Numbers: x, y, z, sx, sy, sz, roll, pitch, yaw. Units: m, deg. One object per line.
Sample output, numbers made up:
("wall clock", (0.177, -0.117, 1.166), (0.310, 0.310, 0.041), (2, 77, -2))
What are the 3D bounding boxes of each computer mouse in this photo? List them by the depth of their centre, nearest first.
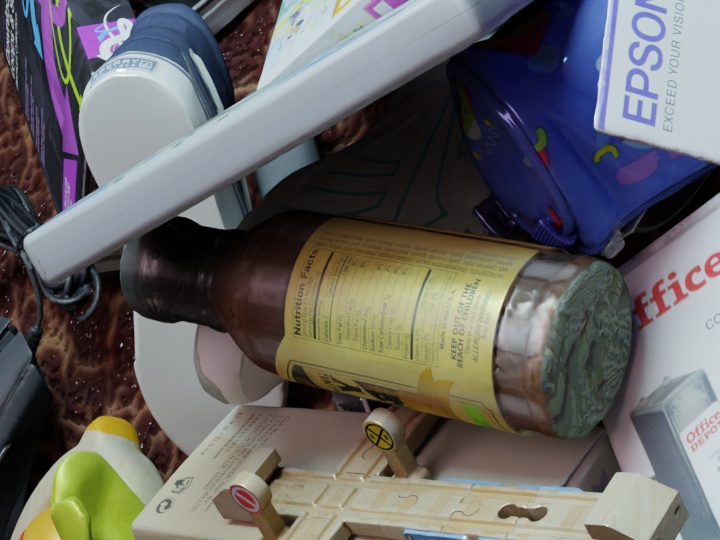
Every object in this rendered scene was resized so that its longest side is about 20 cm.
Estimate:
("computer mouse", (-0.206, 0.054, 0.990), (0.140, 0.046, 0.202), (43, 118, 45))

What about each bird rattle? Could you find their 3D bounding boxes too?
("bird rattle", (-0.124, 0.162, 0.887), (0.201, 0.112, 0.164), (-62, 31, 27))

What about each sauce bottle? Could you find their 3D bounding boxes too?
("sauce bottle", (-0.001, 0.012, 0.680), (0.199, 0.064, 0.065), (11, 83, 38))

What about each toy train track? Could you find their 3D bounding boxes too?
("toy train track", (0.019, 0.073, 0.648), (0.199, 0.033, 0.115), (-1, 38, 44))

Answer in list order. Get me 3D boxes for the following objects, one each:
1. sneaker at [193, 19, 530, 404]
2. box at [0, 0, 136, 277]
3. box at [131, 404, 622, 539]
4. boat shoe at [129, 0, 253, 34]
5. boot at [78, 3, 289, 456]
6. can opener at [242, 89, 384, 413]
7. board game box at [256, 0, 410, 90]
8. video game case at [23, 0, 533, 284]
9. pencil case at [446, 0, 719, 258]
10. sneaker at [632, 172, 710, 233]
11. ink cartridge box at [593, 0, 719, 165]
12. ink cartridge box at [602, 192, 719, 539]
("sneaker", (0.016, -0.015, 0.769), (0.200, 0.071, 0.080), (-45, 61, -7))
("box", (-0.152, -0.118, 0.979), (0.144, 0.036, 0.201), (103, 152, -47))
("box", (0.016, 0.112, 0.724), (0.199, 0.095, 0.078), (-2, 36, 47))
("boat shoe", (-0.050, -0.191, 0.929), (0.200, 0.071, 0.072), (-46, 49, 23))
("boot", (-0.069, -0.016, 0.861), (0.072, 0.202, 0.091), (-4, 28, 12))
("can opener", (0.000, 0.000, 0.841), (0.066, 0.053, 0.202), (-18, 58, 2))
("board game box", (0.039, -0.162, 0.806), (0.200, 0.034, 0.135), (-38, 28, 37))
("video game case", (-0.004, -0.072, 0.686), (0.199, 0.182, 0.022), (-28, 97, 33))
("pencil case", (0.125, -0.078, 0.655), (0.199, 0.078, 0.087), (-30, 92, -8))
("sneaker", (0.106, -0.105, 0.755), (0.084, 0.072, 0.202), (-8, 61, 49))
("ink cartridge box", (0.168, -0.097, 0.585), (0.043, 0.198, 0.200), (120, 162, -64))
("ink cartridge box", (0.168, 0.064, 0.619), (0.145, 0.084, 0.201), (-38, 50, 28))
